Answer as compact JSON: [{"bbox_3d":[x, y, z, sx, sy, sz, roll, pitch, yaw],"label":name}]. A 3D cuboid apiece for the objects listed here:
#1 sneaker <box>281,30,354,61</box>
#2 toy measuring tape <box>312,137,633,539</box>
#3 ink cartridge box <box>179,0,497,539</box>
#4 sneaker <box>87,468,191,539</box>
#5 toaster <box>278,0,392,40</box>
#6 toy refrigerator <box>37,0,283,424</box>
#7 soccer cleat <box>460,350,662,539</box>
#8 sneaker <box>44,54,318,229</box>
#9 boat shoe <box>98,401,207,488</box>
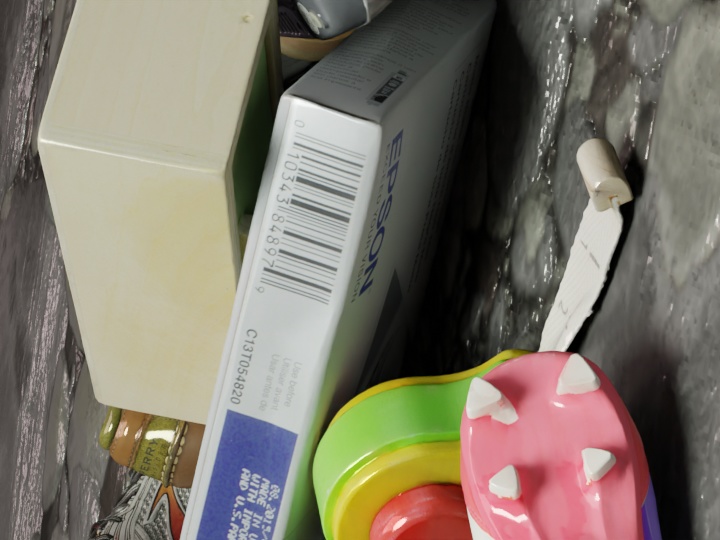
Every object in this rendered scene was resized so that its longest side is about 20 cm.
[{"bbox_3d":[-0.021,-0.166,1.169,0.090,0.067,0.202,115,156,-65],"label":"sneaker"},{"bbox_3d":[0.028,0.042,0.911,0.074,0.073,0.201,-105,27,-51],"label":"toy measuring tape"},{"bbox_3d":[0.000,0.000,1.008,0.200,0.040,0.201,-52,-22,-62],"label":"ink cartridge box"},{"bbox_3d":[-0.090,0.119,1.253,0.078,0.082,0.201,114,156,-46],"label":"sneaker"},{"bbox_3d":[-0.012,-0.157,0.974,0.114,0.129,0.200,53,169,-14],"label":"toaster"},{"bbox_3d":[-0.060,-0.021,0.979,0.200,0.069,0.076,90,-168,-62],"label":"toy refrigerator"},{"bbox_3d":[0.067,0.119,0.795,0.077,0.066,0.201,61,-162,-62],"label":"soccer cleat"},{"bbox_3d":[-0.083,-0.078,1.141,0.076,0.091,0.200,-45,4,37],"label":"sneaker"},{"bbox_3d":[-0.055,0.003,1.128,0.201,0.068,0.072,-76,1,-48],"label":"boat shoe"}]
